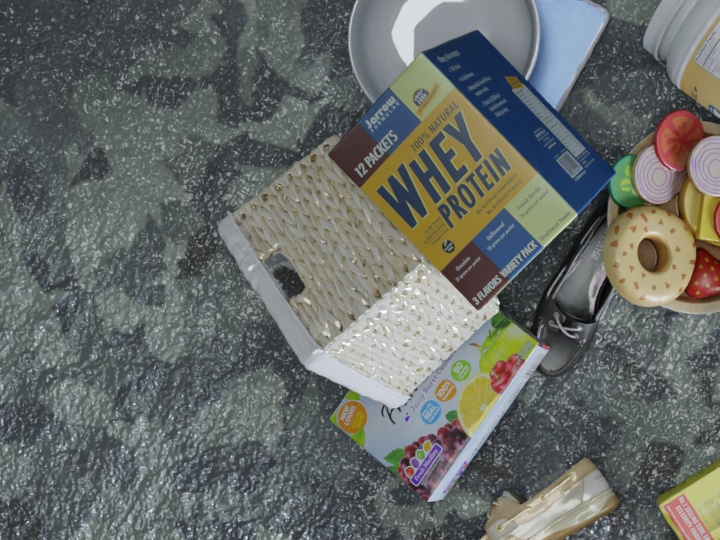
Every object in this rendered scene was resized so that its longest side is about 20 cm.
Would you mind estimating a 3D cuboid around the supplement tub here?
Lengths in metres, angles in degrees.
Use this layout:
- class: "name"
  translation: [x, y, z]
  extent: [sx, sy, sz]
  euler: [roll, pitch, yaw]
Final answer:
- class: "supplement tub"
  translation: [0.392, -0.210, 1.558]
  extent: [0.200, 0.145, 0.145]
  euler: [40, 97, 17]

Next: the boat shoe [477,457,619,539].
- class: "boat shoe"
  translation: [0.168, 0.259, 1.654]
  extent: [0.199, 0.074, 0.069]
  euler: [-29, 74, 8]

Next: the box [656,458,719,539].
- class: "box"
  translation: [0.403, 0.211, 1.615]
  extent: [0.199, 0.050, 0.076]
  euler: [-33, 86, 9]

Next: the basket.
- class: "basket"
  translation: [0.000, 0.000, 1.580]
  extent: [0.161, 0.200, 0.199]
  euler: [-42, 59, 13]

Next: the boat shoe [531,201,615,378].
- class: "boat shoe"
  translation: [0.227, 0.018, 1.642]
  extent: [0.067, 0.057, 0.201]
  euler: [26, 95, 9]

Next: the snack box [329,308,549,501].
- class: "snack box"
  translation: [0.081, 0.118, 1.659]
  extent: [0.142, 0.053, 0.201]
  euler: [37, 97, 24]

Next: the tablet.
- class: "tablet"
  translation: [0.160, -0.212, 1.674]
  extent: [0.130, 0.014, 0.201]
  euler: [29, 96, 9]

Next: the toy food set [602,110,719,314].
- class: "toy food set"
  translation: [0.336, -0.056, 1.594]
  extent: [0.199, 0.049, 0.199]
  euler: [8, 87, -12]

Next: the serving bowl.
- class: "serving bowl"
  translation: [0.091, -0.239, 1.647]
  extent: [0.199, 0.066, 0.202]
  euler: [0, 89, 15]

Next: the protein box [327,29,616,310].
- class: "protein box"
  translation: [0.110, -0.101, 1.506]
  extent: [0.200, 0.198, 0.135]
  euler: [46, 114, 3]
